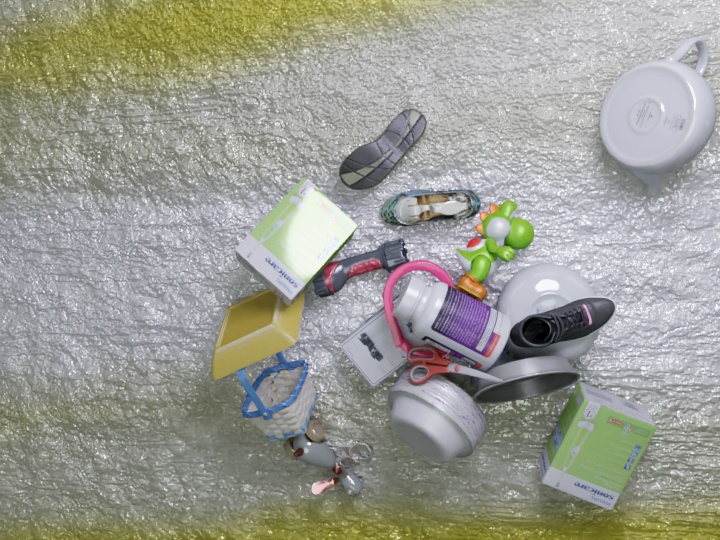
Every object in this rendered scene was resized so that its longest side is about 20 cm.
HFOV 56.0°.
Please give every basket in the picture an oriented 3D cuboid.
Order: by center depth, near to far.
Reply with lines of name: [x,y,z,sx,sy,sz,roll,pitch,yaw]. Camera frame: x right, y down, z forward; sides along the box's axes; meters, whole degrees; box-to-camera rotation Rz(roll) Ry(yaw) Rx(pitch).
basket: [-0.180,0.241,1.407,0.138,0.177,0.201,-14,111,19]

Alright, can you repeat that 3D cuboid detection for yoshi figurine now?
yoshi figurine: [0.262,-0.031,1.273,0.112,0.112,0.201,18,78,49]

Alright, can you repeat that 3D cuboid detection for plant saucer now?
plant saucer: [-0.213,0.106,1.367,0.199,0.200,0.049,-25,120,17]

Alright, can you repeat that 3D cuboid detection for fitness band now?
fitness band: [0.121,0.079,1.313,0.143,0.037,0.201,-15,97,4]

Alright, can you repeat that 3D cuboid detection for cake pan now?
cake pan: [0.305,0.203,1.262,0.199,0.200,0.037,-17,65,15]

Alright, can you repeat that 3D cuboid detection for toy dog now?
toy dog: [-0.080,0.419,1.469,0.199,0.096,0.132,24,107,6]

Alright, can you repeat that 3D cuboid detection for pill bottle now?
pill bottle: [0.163,0.090,1.239,0.199,0.111,0.112,27,108,-2]

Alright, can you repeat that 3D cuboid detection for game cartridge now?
game cartridge: [0.319,0.168,1.354,0.199,0.042,0.134,-1,107,13]

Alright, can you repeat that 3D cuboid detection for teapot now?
teapot: [0.519,-0.260,1.154,0.200,0.146,0.198,-34,67,45]

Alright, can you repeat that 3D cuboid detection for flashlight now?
flashlight: [0.000,0.000,1.368,0.199,0.068,0.068,-14,126,14]

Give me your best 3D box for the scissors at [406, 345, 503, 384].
scissors: [0.168,0.171,1.241,0.199,0.014,0.074,-8,68,36]

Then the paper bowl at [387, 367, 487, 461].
paper bowl: [0.140,0.295,1.333,0.200,0.104,0.201,29,150,19]

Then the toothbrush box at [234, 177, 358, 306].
toothbrush box: [-0.125,-0.055,1.323,0.145,0.086,0.200,41,74,1]

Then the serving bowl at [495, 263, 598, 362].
serving bowl: [0.357,0.085,1.283,0.199,0.066,0.201,0,88,10]

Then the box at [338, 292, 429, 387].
box: [0.067,0.131,1.386,0.200,0.060,0.117,-41,92,17]

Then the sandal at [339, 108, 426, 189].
sandal: [0.048,-0.227,1.311,0.201,0.057,0.080,-39,87,3]

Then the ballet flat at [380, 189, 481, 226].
ballet flat: [0.131,-0.123,1.308,0.199,0.074,0.075,-9,101,14]

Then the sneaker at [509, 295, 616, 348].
sneaker: [0.363,0.095,1.199,0.199,0.099,0.071,-18,84,7]

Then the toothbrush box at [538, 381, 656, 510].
toothbrush box: [0.458,0.342,1.326,0.145,0.086,0.201,20,107,3]
